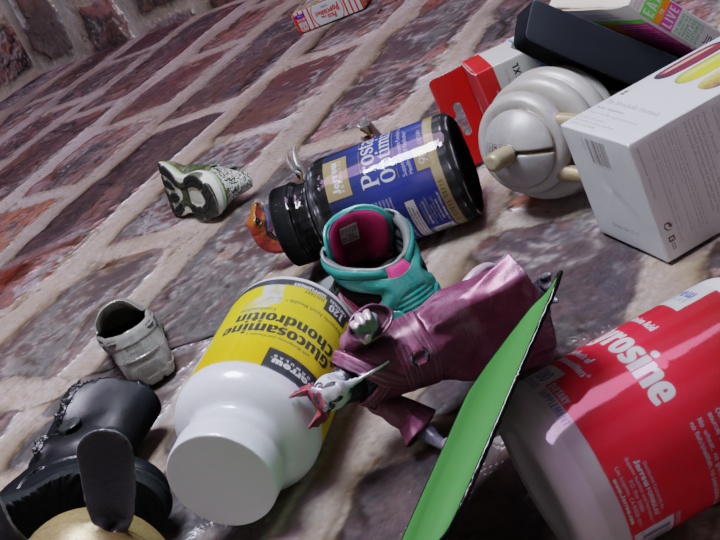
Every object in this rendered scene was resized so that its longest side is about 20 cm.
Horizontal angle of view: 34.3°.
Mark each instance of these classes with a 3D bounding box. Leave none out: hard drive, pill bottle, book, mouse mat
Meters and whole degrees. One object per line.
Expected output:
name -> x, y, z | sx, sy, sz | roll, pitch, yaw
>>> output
hard drive -> 0.244, -0.200, 1.126 | 0.135, 0.200, 0.042 | -87, 19, -84
pill bottle -> 0.014, -0.075, 1.177 | 0.200, 0.112, 0.112 | -19, 23, 15
book -> 0.297, -0.222, 1.121 | 0.048, 0.200, 0.134 | -64, 26, 5
pill bottle -> -0.075, 0.097, 0.889 | 0.112, 0.112, 0.200 | -16, 24, 22
mouse mat -> 0.060, 0.099, 0.666 | 0.161, 0.008, 0.200 | -62, -2, -26
pill bottle -> 0.186, 0.074, 0.664 | 0.200, 0.112, 0.112 | -28, 22, -6

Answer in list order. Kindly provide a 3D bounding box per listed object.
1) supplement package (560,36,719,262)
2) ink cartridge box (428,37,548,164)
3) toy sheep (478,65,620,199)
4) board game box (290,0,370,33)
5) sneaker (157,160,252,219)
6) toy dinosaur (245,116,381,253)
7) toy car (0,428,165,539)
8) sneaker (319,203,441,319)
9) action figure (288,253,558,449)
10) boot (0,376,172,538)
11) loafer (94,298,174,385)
supplement package -> 0.291, -0.112, 0.969 | 0.200, 0.110, 0.114 | -30, 23, -10
ink cartridge box -> 0.187, -0.189, 1.242 | 0.200, 0.116, 0.067 | -26, 23, 2
toy sheep -> 0.181, -0.129, 1.102 | 0.138, 0.138, 0.200 | -5, 12, 41
board game box -> -0.045, -0.564, 2.413 | 0.151, 0.046, 0.200 | -16, 24, 22
sneaker -> -0.208, -0.116, 1.583 | 0.089, 0.077, 0.200 | -22, 24, -27
toy dinosaur -> -0.029, -0.083, 1.267 | 0.200, 0.105, 0.182 | 7, 48, 44
toy car -> -0.140, 0.175, 0.667 | 0.164, 0.200, 0.158 | -18, 23, 17
sneaker -> 0.000, 0.000, 1.013 | 0.084, 0.121, 0.200 | -35, 24, -21
action figure -> 0.040, 0.049, 0.838 | 0.200, 0.134, 0.149 | -21, 25, -6
boot -> -0.209, 0.148, 0.965 | 0.200, 0.076, 0.168 | -19, 26, 32
loafer -> -0.239, 0.059, 1.205 | 0.070, 0.070, 0.200 | -32, 23, -14
